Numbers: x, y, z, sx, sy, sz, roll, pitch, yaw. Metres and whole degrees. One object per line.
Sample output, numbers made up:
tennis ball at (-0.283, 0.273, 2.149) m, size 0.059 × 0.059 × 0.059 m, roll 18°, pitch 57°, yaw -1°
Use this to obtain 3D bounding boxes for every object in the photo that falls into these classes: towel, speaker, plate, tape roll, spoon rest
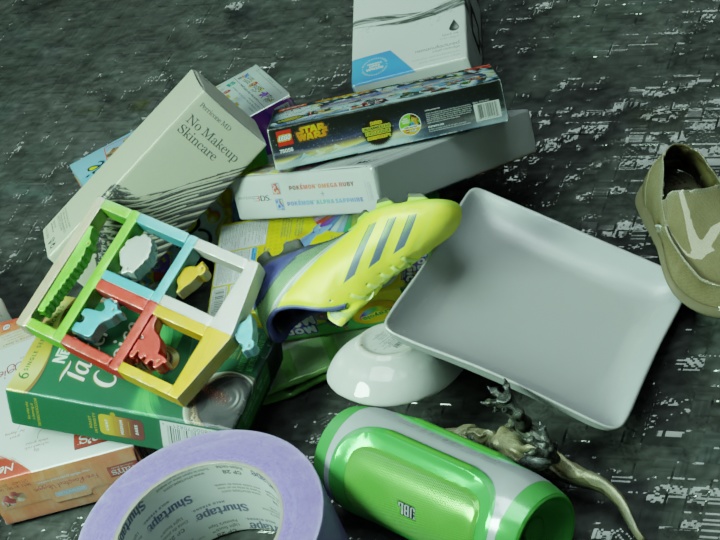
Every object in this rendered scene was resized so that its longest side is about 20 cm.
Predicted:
towel at (-0.045, 0.027, 1.797) m, size 0.149 × 0.031 × 0.200 m, roll -22°, pitch 43°, yaw 3°
speaker at (0.061, 0.167, 1.545) m, size 0.200 × 0.088 × 0.088 m, roll 21°, pitch 56°, yaw 39°
plate at (0.141, 0.034, 1.635) m, size 0.200 × 0.032 × 0.200 m, roll 23°, pitch 43°, yaw 10°
tape roll at (-0.109, 0.222, 1.563) m, size 0.200 × 0.085 × 0.200 m, roll -13°, pitch 40°, yaw 12°
spoon rest at (0.058, 0.059, 1.663) m, size 0.099 × 0.061 × 0.200 m, roll 20°, pitch 41°, yaw 40°

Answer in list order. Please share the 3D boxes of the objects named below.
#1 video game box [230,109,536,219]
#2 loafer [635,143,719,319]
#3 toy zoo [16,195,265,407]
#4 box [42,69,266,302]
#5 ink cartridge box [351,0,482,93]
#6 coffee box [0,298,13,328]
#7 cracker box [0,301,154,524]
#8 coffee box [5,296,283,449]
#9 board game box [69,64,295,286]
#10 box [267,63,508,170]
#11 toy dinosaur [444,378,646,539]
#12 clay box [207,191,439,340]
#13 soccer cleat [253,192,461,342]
video game box at (0.019, -0.091, 1.783) m, size 0.200 × 0.047 × 0.182 m, roll -22°, pitch 16°, yaw -41°
loafer at (0.275, -0.033, 1.668) m, size 0.076 × 0.067 × 0.200 m, roll -11°, pitch 38°, yaw -14°
toy zoo at (-0.167, 0.028, 1.672) m, size 0.200 × 0.020 × 0.131 m, roll 23°, pitch 73°, yaw 26°
box at (-0.179, -0.070, 1.780) m, size 0.200 × 0.082 × 0.068 m, roll -47°, pitch 23°, yaw 8°
ink cartridge box at (0.054, -0.227, 1.992) m, size 0.116 × 0.067 × 0.200 m, roll -13°, pitch 41°, yaw 12°
coffee box at (-0.416, 0.082, 1.858) m, size 0.200 × 0.080 × 0.113 m, roll -37°, pitch 43°, yaw -17°
cracker box at (-0.247, 0.113, 1.764) m, size 0.134 × 0.058 × 0.200 m, roll -15°, pitch 41°, yaw 6°
coffee box at (-0.177, 0.087, 1.693) m, size 0.200 × 0.044 × 0.123 m, roll 10°, pitch 44°, yaw 15°
board game box at (-0.147, -0.087, 1.890) m, size 0.200 × 0.103 × 0.105 m, roll -29°, pitch 28°, yaw -8°
box at (0.022, -0.133, 1.769) m, size 0.200 × 0.040 × 0.137 m, roll -12°, pitch 10°, yaw 2°
toy dinosaur at (0.131, 0.135, 1.545) m, size 0.200 × 0.088 × 0.047 m, roll 25°, pitch 64°, yaw 42°
clay box at (-0.026, -0.001, 1.758) m, size 0.200 × 0.048 × 0.115 m, roll -9°, pitch 46°, yaw 15°
soccer cleat at (0.000, 0.000, 1.653) m, size 0.200 × 0.065 × 0.084 m, roll -23°, pitch 63°, yaw 27°
